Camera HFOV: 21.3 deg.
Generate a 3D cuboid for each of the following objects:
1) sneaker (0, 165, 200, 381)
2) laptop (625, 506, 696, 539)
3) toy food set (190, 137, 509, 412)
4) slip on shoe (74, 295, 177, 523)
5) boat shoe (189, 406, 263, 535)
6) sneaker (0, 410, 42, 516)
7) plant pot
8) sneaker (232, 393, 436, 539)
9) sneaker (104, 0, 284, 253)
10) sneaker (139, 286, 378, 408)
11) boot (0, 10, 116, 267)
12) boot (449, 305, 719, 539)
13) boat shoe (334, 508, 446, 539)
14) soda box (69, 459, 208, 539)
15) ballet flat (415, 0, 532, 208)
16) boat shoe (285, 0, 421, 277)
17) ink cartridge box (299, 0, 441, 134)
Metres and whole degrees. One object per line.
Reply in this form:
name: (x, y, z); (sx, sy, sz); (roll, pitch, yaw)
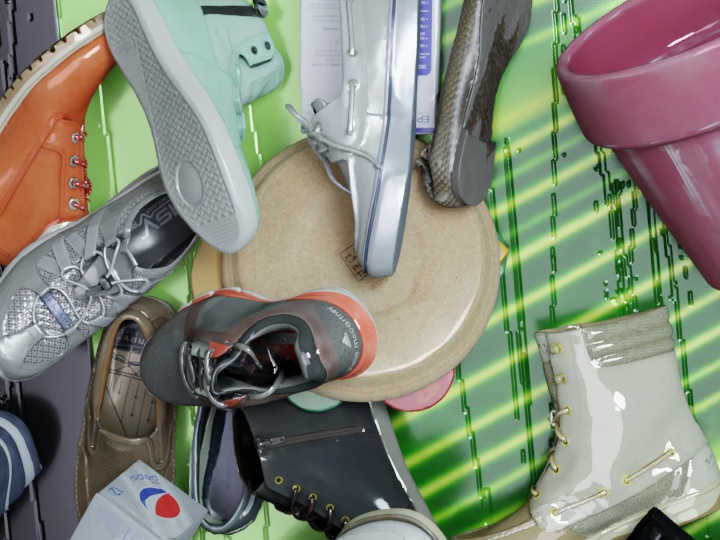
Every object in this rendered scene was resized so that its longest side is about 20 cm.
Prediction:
sneaker: (-0.177, -0.004, 1.297); (0.200, 0.082, 0.075); (-45, 107, -14)
laptop: (0.213, 0.296, 1.285); (0.177, 0.103, 0.201); (39, 94, 26)
toy food set: (0.000, 0.000, 1.312); (0.198, 0.049, 0.200); (39, 76, 8)
slip on shoe: (-0.164, 0.119, 1.355); (0.075, 0.061, 0.202); (11, 96, 5)
boat shoe: (-0.079, 0.090, 1.343); (0.072, 0.062, 0.202); (14, 96, 6)
sneaker: (-0.295, 0.181, 1.377); (0.070, 0.109, 0.200); (36, 127, -1)
plant pot: (0.249, -0.093, 1.242); (0.199, 0.200, 0.180); (-24, 108, 7)
sneaker: (-0.017, 0.169, 1.318); (0.106, 0.075, 0.201); (-19, 82, -28)
sneaker: (-0.083, -0.109, 1.288); (0.074, 0.118, 0.202); (-45, 62, 46)
sneaker: (-0.085, 0.055, 1.240); (0.199, 0.082, 0.078); (-15, 98, 40)
boot: (-0.213, -0.087, 1.344); (0.107, 0.075, 0.200); (40, 103, -5)
boot: (0.138, 0.118, 1.320); (0.199, 0.072, 0.156); (-18, 93, 2)
boat shoe: (-0.019, 0.220, 1.264); (0.075, 0.068, 0.200); (50, 133, -5)
soda box: (-0.186, 0.233, 1.334); (0.063, 0.068, 0.201); (35, 114, 8)
ballet flat: (0.076, -0.139, 1.299); (0.046, 0.067, 0.202); (5, 79, 37)
boat shoe: (-0.007, -0.098, 1.269); (0.085, 0.075, 0.204); (3, 86, 4)
ink cartridge box: (0.008, -0.194, 1.324); (0.099, 0.039, 0.202); (2, 93, 4)
